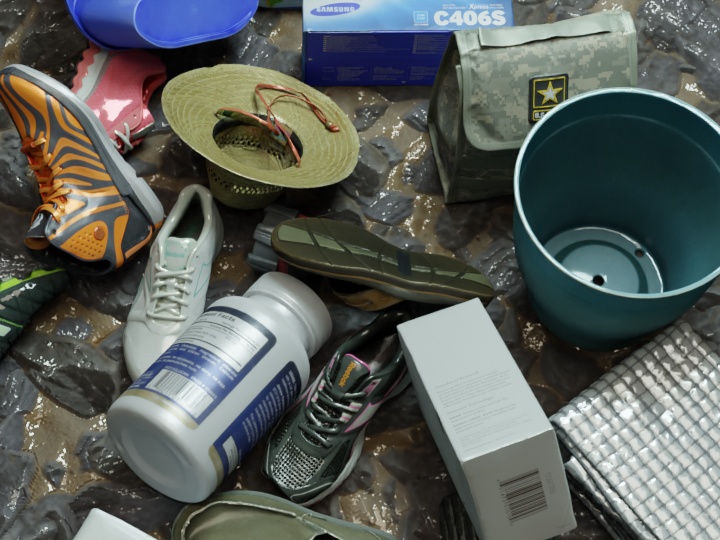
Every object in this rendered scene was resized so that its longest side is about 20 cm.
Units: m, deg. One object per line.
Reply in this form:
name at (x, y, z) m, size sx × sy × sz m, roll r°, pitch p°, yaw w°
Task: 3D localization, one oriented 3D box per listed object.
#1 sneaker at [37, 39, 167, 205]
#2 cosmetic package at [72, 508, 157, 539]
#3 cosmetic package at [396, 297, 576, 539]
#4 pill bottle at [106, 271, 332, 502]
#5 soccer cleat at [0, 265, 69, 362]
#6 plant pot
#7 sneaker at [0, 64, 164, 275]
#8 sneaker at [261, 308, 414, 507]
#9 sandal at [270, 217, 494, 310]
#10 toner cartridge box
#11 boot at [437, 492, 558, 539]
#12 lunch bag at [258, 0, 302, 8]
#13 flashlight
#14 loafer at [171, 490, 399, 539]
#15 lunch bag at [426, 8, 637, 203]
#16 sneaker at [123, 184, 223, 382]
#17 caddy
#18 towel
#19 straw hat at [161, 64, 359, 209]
sneaker at (-0.240, -0.135, 1.535) m, size 0.087 × 0.074 × 0.200 m, roll 16°, pitch 64°, yaw 4°
cosmetic package at (-0.180, 0.327, 1.255) m, size 0.166 × 0.167 × 0.200 m, roll 26°, pitch 64°, yaw 11°
cosmetic package at (0.101, 0.125, 1.342) m, size 0.081 × 0.113 × 0.200 m, roll -20°, pitch 31°, yaw -5°
pill bottle at (-0.113, 0.093, 1.398) m, size 0.111 × 0.111 × 0.200 m, roll 34°, pitch 55°, yaw 14°
soccer cleat at (-0.337, 0.065, 1.443) m, size 0.200 × 0.068 × 0.081 m, roll -31°, pitch 93°, yaw -21°
plant pot at (0.224, -0.026, 1.437) m, size 0.200 × 0.188 × 0.200 m, roll 1°, pitch 64°, yaw -1°
sneaker at (-0.268, -0.080, 1.435) m, size 0.200 × 0.078 × 0.112 m, roll 49°, pitch 59°, yaw -14°
sneaker at (-0.018, 0.107, 1.417) m, size 0.080 × 0.086 × 0.200 m, roll 29°, pitch 66°, yaw 13°
sandal at (0.016, 0.007, 1.427) m, size 0.200 × 0.055 × 0.082 m, roll 14°, pitch 28°, yaw -8°
toner cartridge box at (0.043, -0.221, 1.578) m, size 0.200 × 0.095 × 0.043 m, roll -1°, pitch 63°, yaw -3°
boot at (0.163, 0.264, 1.351) m, size 0.211 × 0.079 × 0.158 m, roll 7°, pitch 64°, yaw 2°
lunch bag at (-0.048, -0.365, 1.655) m, size 0.160 × 0.082 × 0.200 m, roll -1°, pitch 65°, yaw -6°
flashlight at (0.000, 0.000, 1.482) m, size 0.200 × 0.068 × 0.068 m, roll 20°, pitch 81°, yaw 7°
loafer at (-0.058, 0.228, 1.353) m, size 0.200 × 0.070 × 0.075 m, roll 8°, pitch 89°, yaw 1°
lunch bag at (0.156, -0.156, 1.492) m, size 0.164 × 0.200 × 0.118 m, roll -8°, pitch 64°, yaw -7°
sneaker at (-0.169, 0.013, 1.462) m, size 0.070 × 0.080 × 0.201 m, roll 10°, pitch 65°, yaw 0°
caddy at (-0.189, -0.282, 1.541) m, size 0.105 × 0.142 × 0.200 m, roll 11°, pitch 22°, yaw 40°
towel at (0.273, 0.168, 1.404) m, size 0.166 × 0.086 × 0.200 m, roll -37°, pitch 72°, yaw -17°
straw hat at (-0.100, -0.103, 1.515) m, size 0.201 × 0.085 × 0.201 m, roll 16°, pitch 35°, yaw -12°
